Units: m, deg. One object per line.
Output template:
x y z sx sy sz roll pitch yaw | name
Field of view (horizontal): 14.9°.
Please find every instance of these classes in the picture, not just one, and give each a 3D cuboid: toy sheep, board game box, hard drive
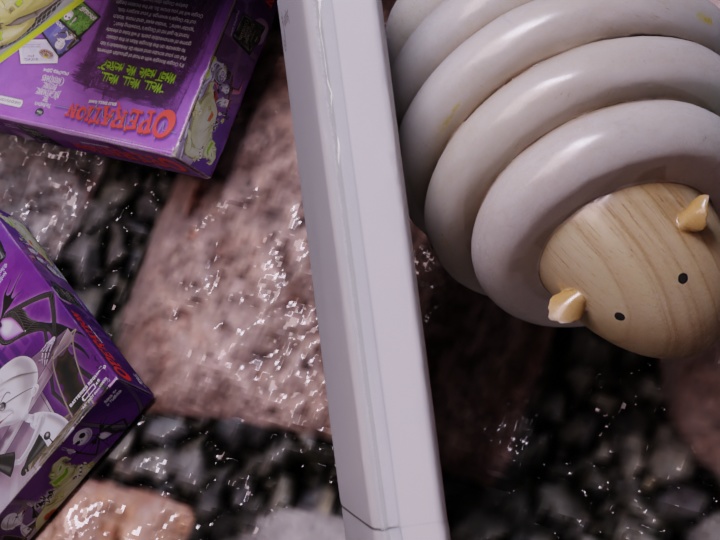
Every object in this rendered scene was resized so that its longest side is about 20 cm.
0.070 -0.052 0.924 0.138 0.138 0.200 -40 53 16 | toy sheep
-0.181 0.084 1.116 0.200 0.032 0.120 -49 47 9 | board game box
0.000 0.000 0.919 0.027 0.132 0.200 -7 90 -5 | hard drive
-0.118 -0.112 1.142 0.200 0.032 0.120 15 76 40 | board game box
